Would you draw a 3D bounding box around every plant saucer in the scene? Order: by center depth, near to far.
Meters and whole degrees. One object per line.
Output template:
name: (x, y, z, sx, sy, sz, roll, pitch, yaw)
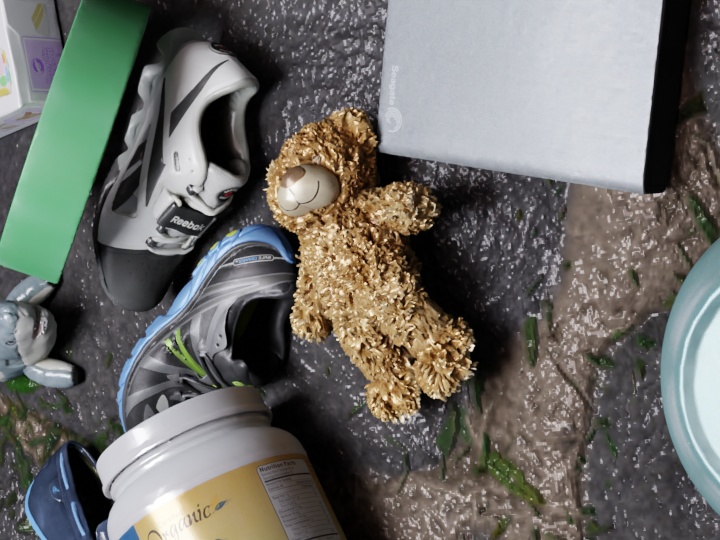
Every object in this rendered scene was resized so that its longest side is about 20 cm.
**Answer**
plant saucer: (0.242, 0.064, 0.975, 0.198, 0.036, 0.203, 4, 96, 39)

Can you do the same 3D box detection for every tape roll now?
tape roll: (-0.197, -0.093, 1.235, 0.200, 0.048, 0.203, -162, 90, -80)

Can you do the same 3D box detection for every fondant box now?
fondant box: (-0.320, -0.171, 1.405, 0.199, 0.058, 0.146, -16, 83, 40)

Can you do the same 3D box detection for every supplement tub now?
supplement tub: (-0.080, 0.193, 1.177, 0.144, 0.144, 0.201, -39, 69, 34)

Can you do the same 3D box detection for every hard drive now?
hard drive: (0.099, -0.129, 1.080, 0.198, 0.033, 0.141, 12, 101, 39)

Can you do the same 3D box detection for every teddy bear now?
teddy bear: (0.000, 0.000, 1.130, 0.144, 0.066, 0.202, -8, 99, 53)

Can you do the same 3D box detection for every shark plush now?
shark plush: (-0.303, 0.051, 1.389, 0.198, 0.083, 0.092, -6, 90, 39)

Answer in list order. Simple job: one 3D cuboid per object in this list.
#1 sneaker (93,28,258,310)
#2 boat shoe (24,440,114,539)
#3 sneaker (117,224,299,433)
sneaker: (-0.123, -0.056, 1.232, 0.088, 0.074, 0.202, 29, 112, 37)
boat shoe: (-0.180, 0.201, 1.303, 0.200, 0.084, 0.069, 39, 113, 28)
sneaker: (-0.102, 0.061, 1.233, 0.200, 0.070, 0.083, -54, 55, 25)
